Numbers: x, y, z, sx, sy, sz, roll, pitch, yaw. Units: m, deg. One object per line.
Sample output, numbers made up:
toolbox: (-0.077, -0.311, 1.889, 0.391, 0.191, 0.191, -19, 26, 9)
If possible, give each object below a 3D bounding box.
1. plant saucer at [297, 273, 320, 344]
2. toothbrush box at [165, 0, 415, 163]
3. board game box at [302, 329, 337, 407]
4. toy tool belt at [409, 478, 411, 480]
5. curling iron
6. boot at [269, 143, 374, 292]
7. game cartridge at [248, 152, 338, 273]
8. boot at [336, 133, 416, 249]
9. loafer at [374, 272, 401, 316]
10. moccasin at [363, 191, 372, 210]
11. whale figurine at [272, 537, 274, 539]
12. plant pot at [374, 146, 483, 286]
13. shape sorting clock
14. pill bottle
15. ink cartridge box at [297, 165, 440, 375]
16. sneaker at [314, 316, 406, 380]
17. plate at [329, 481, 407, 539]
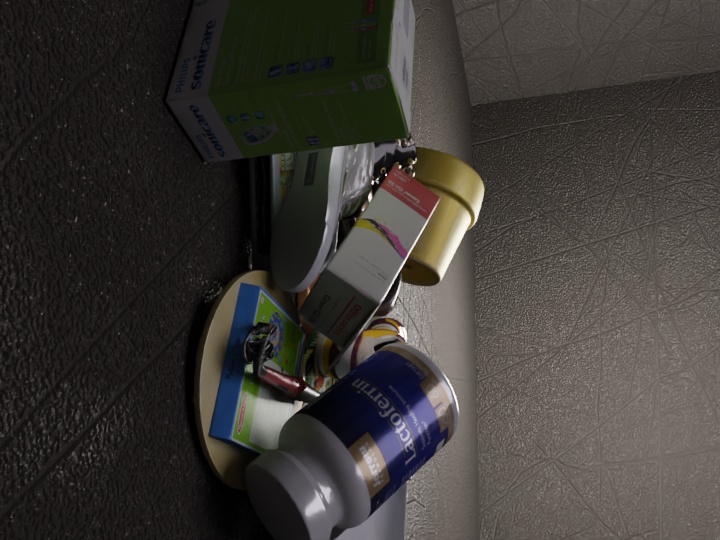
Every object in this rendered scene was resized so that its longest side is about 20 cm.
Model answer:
plant saucer: (-0.036, 0.050, 0.959, 0.200, 0.036, 0.206, -4, 90, -76)
toothbrush box: (-0.055, -0.188, 0.633, 0.087, 0.195, 0.149, 64, 25, -56)
board game box: (-0.039, 0.116, 0.858, 0.201, 0.023, 0.106, -58, 142, -41)
toy tool belt: (0.016, 0.275, 0.924, 0.126, 0.120, 0.203, -75, 156, -51)
curling iron: (-0.065, 0.102, 0.689, 0.201, 0.025, 0.051, 58, 40, -60)
boot: (-0.028, -0.067, 0.736, 0.095, 0.072, 0.205, 28, 71, -52)
game cartridge: (-0.068, -0.091, 0.771, 0.132, 0.041, 0.205, -19, 113, -54)
boot: (0.006, -0.110, 0.911, 0.148, 0.073, 0.204, -19, 90, -30)
loafer: (0.031, 0.023, 1.117, 0.201, 0.071, 0.073, -84, 169, -63)
moccasin: (-0.016, -0.078, 1.017, 0.203, 0.072, 0.079, 81, 4, -55)
whale figurine: (-0.036, 0.259, 0.756, 0.160, 0.101, 0.203, 62, 39, -50)
plant pot: (0.106, -0.086, 1.284, 0.201, 0.196, 0.193, 56, 49, -62)
shape sorting clock: (-0.101, 0.102, 0.683, 0.199, 0.038, 0.206, 1, 90, -72)
pill bottle: (-0.006, 0.166, 0.675, 0.198, 0.114, 0.118, -33, 123, -36)
ink cartridge box: (0.000, 0.000, 0.760, 0.202, 0.067, 0.117, -58, -179, -35)
sneaker: (0.027, 0.101, 0.862, 0.199, 0.088, 0.077, -9, 104, -61)
plate: (-0.029, 0.323, 0.717, 0.198, 0.032, 0.204, -29, 133, -37)
